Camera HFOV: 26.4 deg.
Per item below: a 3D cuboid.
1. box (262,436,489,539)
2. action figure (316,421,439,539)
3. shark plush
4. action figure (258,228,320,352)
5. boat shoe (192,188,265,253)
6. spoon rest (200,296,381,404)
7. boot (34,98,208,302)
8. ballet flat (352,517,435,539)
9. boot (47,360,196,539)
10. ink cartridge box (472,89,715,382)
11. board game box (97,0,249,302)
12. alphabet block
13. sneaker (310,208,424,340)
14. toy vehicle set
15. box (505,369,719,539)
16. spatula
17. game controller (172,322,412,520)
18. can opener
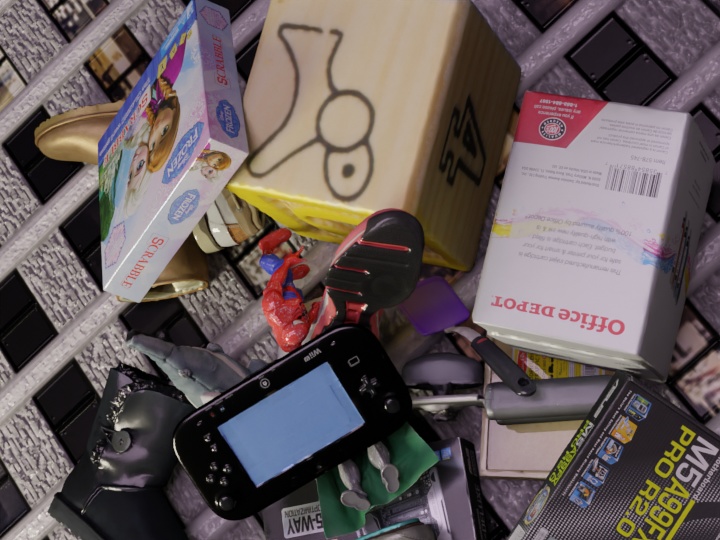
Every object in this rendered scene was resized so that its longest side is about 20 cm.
[{"bbox_3d":[0.015,0.247,1.366,0.198,0.050,0.160,-13,72,18],"label":"box"},{"bbox_3d":[-0.015,0.133,1.371,0.117,0.055,0.201,-32,37,2],"label":"action figure"},{"bbox_3d":[-0.126,0.100,1.395,0.091,0.200,0.083,-40,34,-3],"label":"shark plush"},{"bbox_3d":[-0.063,0.020,1.371,0.051,0.200,0.066,-19,112,5],"label":"action figure"},{"bbox_3d":[-0.140,-0.122,1.511,0.068,0.075,0.202,-15,81,14],"label":"boat shoe"},{"bbox_3d":[-0.059,0.085,1.386,0.099,0.200,0.061,5,123,43],"label":"spoon rest"},{"bbox_3d":[-0.243,-0.067,1.540,0.173,0.066,0.203,-13,74,19],"label":"boot"},{"bbox_3d":[-0.027,0.265,1.316,0.198,0.067,0.064,-17,78,17],"label":"ballet flat"},{"bbox_3d":[-0.192,0.195,1.448,0.199,0.076,0.170,27,92,31],"label":"boot"},{"bbox_3d":[0.197,-0.025,1.276,0.144,0.145,0.202,12,81,23],"label":"ink cartridge box"},{"bbox_3d":[-0.175,-0.111,1.389,0.200,0.041,0.201,-50,35,33],"label":"board game box"},{"bbox_3d":[0.015,-0.131,1.379,0.193,0.196,0.202,13,82,25],"label":"alphabet block"},{"bbox_3d":[0.000,0.000,1.294,0.073,0.201,0.088,13,50,-11],"label":"sneaker"},{"bbox_3d":[0.172,0.084,1.355,0.123,0.026,0.203,0,77,22],"label":"toy vehicle set"},{"bbox_3d":[0.225,0.208,1.255,0.159,0.044,0.201,34,91,-5],"label":"box"},{"bbox_3d":[0.095,0.060,1.345,0.056,0.021,0.200,-20,32,-19],"label":"spatula"},{"bbox_3d":[-0.058,0.127,1.289,0.199,0.042,0.105,-31,111,6],"label":"game controller"},{"bbox_3d":[0.127,0.097,1.326,0.198,0.053,0.068,-6,74,19],"label":"can opener"}]
